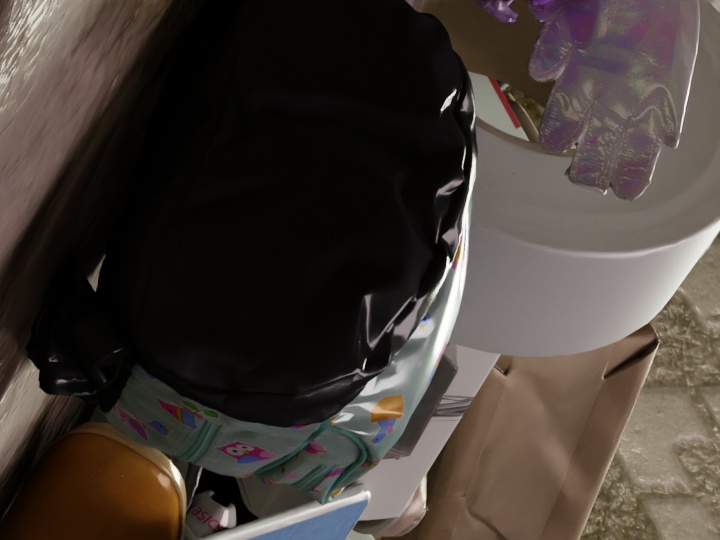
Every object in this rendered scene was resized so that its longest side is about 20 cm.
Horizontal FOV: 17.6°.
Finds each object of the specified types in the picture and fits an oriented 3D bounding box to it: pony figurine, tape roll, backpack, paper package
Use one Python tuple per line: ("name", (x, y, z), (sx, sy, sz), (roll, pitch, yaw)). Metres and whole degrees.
("pony figurine", (0.054, -0.142, 0.827), (0.200, 0.166, 0.194), (75, 36, -65))
("tape roll", (0.060, -0.065, 0.947), (0.203, 0.202, 0.071), (-58, 177, -43))
("backpack", (-0.032, 0.005, 0.794), (0.167, 0.126, 0.200), (-62, -178, -20))
("paper package", (0.056, 0.039, 1.260), (0.200, 0.103, 0.191), (-116, -149, -44))

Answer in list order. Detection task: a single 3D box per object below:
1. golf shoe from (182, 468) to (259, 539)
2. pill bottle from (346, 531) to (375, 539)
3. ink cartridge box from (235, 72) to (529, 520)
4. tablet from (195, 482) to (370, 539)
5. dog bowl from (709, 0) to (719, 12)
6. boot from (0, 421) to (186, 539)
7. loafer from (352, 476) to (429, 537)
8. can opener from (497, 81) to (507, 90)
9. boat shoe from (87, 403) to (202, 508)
("golf shoe", (-0.100, 0.146, 1.142), (0.200, 0.072, 0.092), (-48, 169, -47))
("pill bottle", (-0.079, 0.192, 1.276), (0.200, 0.113, 0.113), (-7, 137, -42))
("ink cartridge box", (0.000, 0.000, 1.084), (0.200, 0.083, 0.147), (-61, -140, 38))
("tablet", (-0.078, 0.158, 1.021), (0.200, 0.014, 0.130), (-10, 136, -57))
("dog bowl", (0.117, -0.191, 1.079), (0.200, 0.074, 0.201), (-18, 130, -23))
("boot", (-0.146, 0.161, 0.986), (0.144, 0.071, 0.201), (-59, -178, -38))
("loafer", (-0.003, 0.057, 1.210), (0.072, 0.200, 0.063), (-40, 140, 17))
("can opener", (0.015, -0.079, 1.189), (0.200, 0.063, 0.079), (-40, -136, 9))
("boat shoe", (-0.072, 0.037, 1.065), (0.074, 0.067, 0.200), (-58, 177, -42))
